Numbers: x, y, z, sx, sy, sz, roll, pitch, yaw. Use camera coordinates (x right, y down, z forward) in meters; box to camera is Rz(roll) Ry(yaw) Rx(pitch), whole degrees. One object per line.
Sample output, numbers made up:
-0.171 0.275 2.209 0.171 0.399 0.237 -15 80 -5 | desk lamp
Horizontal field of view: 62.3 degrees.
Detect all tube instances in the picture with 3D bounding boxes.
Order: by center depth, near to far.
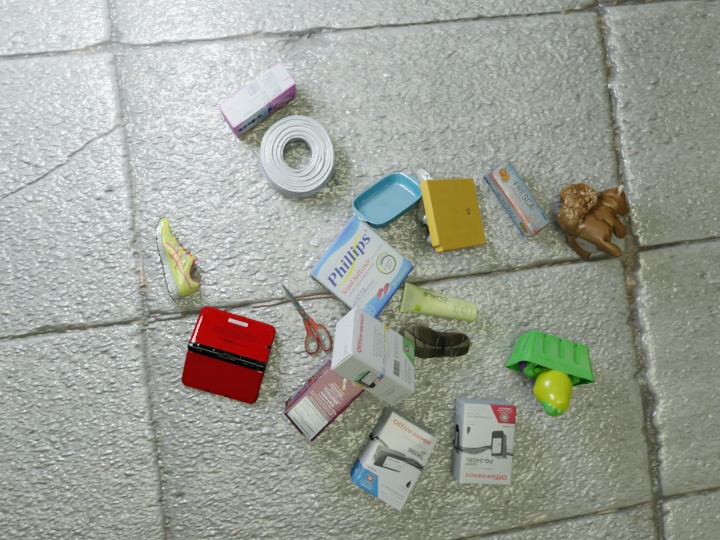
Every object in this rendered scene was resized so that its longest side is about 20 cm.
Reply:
0.204 0.091 1.547 0.195 0.053 0.059 13 47 -1 | tube

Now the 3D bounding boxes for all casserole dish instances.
0.069 -0.174 1.507 0.199 0.039 0.121 -37 59 -22 | casserole dish

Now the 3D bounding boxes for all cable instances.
-0.159 -0.287 1.503 0.195 0.069 0.205 -12 90 -7 | cable

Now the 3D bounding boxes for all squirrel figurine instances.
0.616 -0.155 1.560 0.199 0.141 0.188 37 78 -7 | squirrel figurine

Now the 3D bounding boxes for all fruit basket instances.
0.484 0.274 1.518 0.210 0.156 0.221 3 74 -10 | fruit basket

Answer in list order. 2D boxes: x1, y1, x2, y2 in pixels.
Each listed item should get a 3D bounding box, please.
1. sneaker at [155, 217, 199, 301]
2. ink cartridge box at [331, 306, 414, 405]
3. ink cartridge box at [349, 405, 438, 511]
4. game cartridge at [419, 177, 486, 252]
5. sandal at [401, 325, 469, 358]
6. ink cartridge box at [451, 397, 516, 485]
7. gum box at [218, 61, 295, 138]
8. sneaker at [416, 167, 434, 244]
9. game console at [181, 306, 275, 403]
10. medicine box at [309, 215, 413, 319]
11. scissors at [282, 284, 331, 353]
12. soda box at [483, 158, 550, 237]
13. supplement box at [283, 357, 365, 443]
-0.448 -0.034 1.466 0.088 0.078 0.205 -15 96 -15 | sneaker
0.033 0.204 1.414 0.198 0.147 0.084 34 128 -25 | ink cartridge box
0.084 0.469 1.502 0.143 0.084 0.203 31 85 -5 | ink cartridge box
0.236 -0.143 1.508 0.197 0.032 0.181 -9 87 -42 | game cartridge
0.190 0.182 1.543 0.195 0.054 0.084 4 94 -21 | sandal
0.316 0.440 1.531 0.141 0.083 0.205 4 88 -7 | ink cartridge box
-0.247 -0.422 1.473 0.198 0.113 0.067 -37 93 -6 | gum box
0.177 -0.164 1.541 0.079 0.075 0.204 -19 90 2 | sneaker
-0.329 0.212 1.495 0.196 0.119 0.175 17 56 -6 | game console
0.000 0.000 1.497 0.199 0.103 0.183 39 85 -5 | medicine box
-0.135 0.117 1.524 0.072 0.014 0.204 -21 90 -4 | scissors
0.411 -0.189 1.567 0.063 0.068 0.202 -35 93 -7 | soda box
-0.085 0.305 1.464 0.200 0.131 0.104 -43 93 -5 | supplement box
